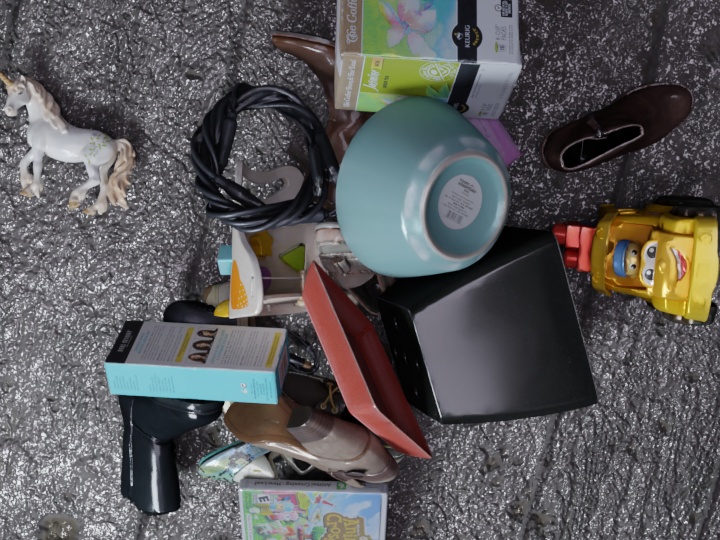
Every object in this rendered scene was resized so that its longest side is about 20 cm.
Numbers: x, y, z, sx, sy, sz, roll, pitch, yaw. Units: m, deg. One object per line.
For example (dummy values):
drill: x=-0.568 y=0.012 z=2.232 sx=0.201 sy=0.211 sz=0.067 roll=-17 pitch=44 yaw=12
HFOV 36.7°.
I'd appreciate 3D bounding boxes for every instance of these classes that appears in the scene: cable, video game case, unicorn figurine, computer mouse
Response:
cable: x=-0.111 y=-0.128 z=1.224 sx=0.162 sy=0.051 sz=0.202 roll=-18 pitch=64 yaw=-9
video game case: x=-0.058 y=0.334 z=1.362 sx=0.180 sy=0.022 sz=0.202 roll=2 pitch=129 yaw=0
unicorn figurine: x=-0.365 y=-0.150 z=1.312 sx=0.198 sy=0.074 sz=0.139 roll=16 pitch=90 yaw=-17
computer mouse: x=-0.143 y=0.082 z=1.299 sx=0.198 sy=0.034 sz=0.059 roll=16 pitch=89 yaw=3

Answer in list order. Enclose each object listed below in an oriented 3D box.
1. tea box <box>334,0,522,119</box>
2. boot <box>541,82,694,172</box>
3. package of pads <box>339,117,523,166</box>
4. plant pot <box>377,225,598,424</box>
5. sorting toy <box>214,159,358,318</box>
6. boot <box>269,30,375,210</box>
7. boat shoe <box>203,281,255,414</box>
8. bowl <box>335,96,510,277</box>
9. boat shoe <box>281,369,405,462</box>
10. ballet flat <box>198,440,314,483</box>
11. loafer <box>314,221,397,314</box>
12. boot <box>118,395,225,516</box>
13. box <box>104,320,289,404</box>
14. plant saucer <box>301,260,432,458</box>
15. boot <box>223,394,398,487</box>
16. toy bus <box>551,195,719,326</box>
tea box: x=0.071 y=-0.291 z=1.206 sx=0.194 sy=0.134 sz=0.202 roll=2 pitch=73 yaw=-3
boot: x=0.308 y=-0.160 z=1.249 sx=0.198 sy=0.166 sz=0.073 roll=-21 pitch=99 yaw=4
package of pads: x=0.082 y=-0.128 z=1.274 sx=0.199 sy=0.076 sz=0.121 roll=-38 pitch=97 yaw=-17
plant pot: x=0.131 y=0.072 z=1.254 sx=0.176 sy=0.200 sz=0.202 roll=-18 pitch=99 yaw=-12
sorting toy: x=-0.103 y=-0.038 z=1.289 sx=0.106 sy=0.199 sz=0.182 roll=-7 pitch=87 yaw=33
boot: x=-0.046 y=-0.173 z=1.306 sx=0.184 sy=0.064 sz=0.202 roll=18 pitch=102 yaw=-2
boat shoe: x=-0.144 y=0.113 z=1.349 sx=0.064 sy=0.072 sz=0.202 roll=-10 pitch=94 yaw=6
bowl: x=0.083 y=-0.078 z=1.165 sx=0.199 sy=0.105 sz=0.203 roll=-11 pitch=111 yaw=-30
boat shoe: x=-0.023 y=0.167 z=1.320 sx=0.200 sy=0.072 sz=0.061 roll=27 pitch=142 yaw=-9
ballet flat: x=-0.099 y=0.227 z=1.339 sx=0.198 sy=0.074 sz=0.075 roll=-23 pitch=99 yaw=-14
loafer: x=0.000 y=0.000 z=1.264 sx=0.071 sy=0.200 sz=0.064 roll=2 pitch=75 yaw=21
boot: x=-0.230 y=0.216 z=1.325 sx=0.076 sy=0.199 sz=0.170 roll=-11 pitch=102 yaw=-43
box: x=-0.186 y=0.105 z=1.255 sx=0.198 sy=0.083 sz=0.050 roll=3 pitch=124 yaw=7
plant saucer: x=0.002 y=0.112 z=1.245 sx=0.036 sy=0.200 sz=0.201 roll=-28 pitch=58 yaw=8
boot: x=-0.055 y=0.204 z=1.268 sx=0.146 sy=0.199 sz=0.071 roll=39 pitch=66 yaw=-31
toy bus: x=0.317 y=-0.021 z=1.264 sx=0.190 sy=0.200 sz=0.137 roll=6 pitch=99 yaw=7
